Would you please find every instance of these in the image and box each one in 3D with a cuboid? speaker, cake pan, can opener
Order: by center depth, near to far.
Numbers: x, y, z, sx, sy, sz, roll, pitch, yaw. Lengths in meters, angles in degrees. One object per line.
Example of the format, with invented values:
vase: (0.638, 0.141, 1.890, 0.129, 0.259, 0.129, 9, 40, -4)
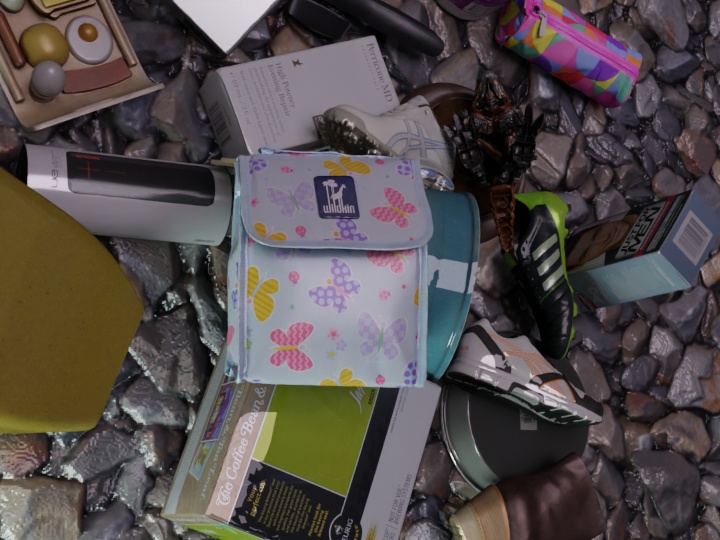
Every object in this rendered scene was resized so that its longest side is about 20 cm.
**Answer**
speaker: (-0.229, -0.071, 0.993, 0.199, 0.081, 0.082, 5, 77, -27)
cake pan: (0.185, 0.166, 1.186, 0.199, 0.037, 0.202, 6, 76, -27)
can opener: (0.010, -0.298, 1.192, 0.199, 0.079, 0.064, 15, 33, -28)

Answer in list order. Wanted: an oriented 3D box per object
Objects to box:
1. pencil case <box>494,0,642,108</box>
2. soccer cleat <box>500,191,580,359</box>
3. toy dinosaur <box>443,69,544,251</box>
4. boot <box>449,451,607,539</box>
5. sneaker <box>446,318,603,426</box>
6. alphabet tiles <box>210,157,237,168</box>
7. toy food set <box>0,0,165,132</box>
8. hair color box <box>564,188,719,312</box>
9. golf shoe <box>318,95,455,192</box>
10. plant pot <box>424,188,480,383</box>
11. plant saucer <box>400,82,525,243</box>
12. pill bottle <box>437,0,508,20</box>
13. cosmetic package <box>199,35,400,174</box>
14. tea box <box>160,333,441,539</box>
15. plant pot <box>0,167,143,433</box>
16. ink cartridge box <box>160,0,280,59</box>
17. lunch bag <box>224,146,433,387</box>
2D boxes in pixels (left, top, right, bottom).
pencil case: (0.262, -0.281, 1.301, 0.199, 0.088, 0.089, 24, 69, -23)
soccer cleat: (0.205, 0.005, 1.195, 0.080, 0.068, 0.201, 2, 73, -12)
toy dinosaur: (0.159, -0.129, 1.156, 0.102, 0.136, 0.201, -27, 77, 3)
boot: (0.201, 0.316, 1.117, 0.165, 0.072, 0.201, -20, 93, -15)
sneaker: (0.191, 0.116, 1.137, 0.199, 0.074, 0.080, 26, 66, -22)
alphabet tiles: (-0.044, -0.098, 1.026, 0.200, 0.165, 0.006, 1, 94, -64)
toy food set: (-0.297, -0.246, 1.006, 0.143, 0.060, 0.201, -26, 92, -30)
hair color box: (0.313, -0.018, 1.201, 0.061, 0.200, 0.099, 44, 63, -13)
golf shoe: (0.033, -0.148, 1.097, 0.200, 0.078, 0.098, 25, 78, -49)
plant pot: (0.000, 0.000, 1.046, 0.187, 0.200, 0.201, 12, 73, -10)
plant saucer: (0.121, -0.131, 1.222, 0.199, 0.032, 0.202, 6, 77, -27)
pill bottle: (0.170, -0.382, 1.205, 0.112, 0.200, 0.113, 7, 76, -27)
cosmetic package: (-0.061, -0.180, 1.111, 0.199, 0.074, 0.102, -21, 89, -29)
tea box: (-0.056, 0.175, 1.000, 0.196, 0.133, 0.201, 28, 67, -21)
plant pot: (-0.304, 0.045, 0.870, 0.199, 0.195, 0.195, 29, 67, -26)
ink cartridge box: (-0.159, -0.356, 1.090, 0.200, 0.044, 0.174, 43, 80, -13)
lunch bag: (-0.030, -0.003, 0.888, 0.168, 0.127, 0.202, 4, 86, -13)
